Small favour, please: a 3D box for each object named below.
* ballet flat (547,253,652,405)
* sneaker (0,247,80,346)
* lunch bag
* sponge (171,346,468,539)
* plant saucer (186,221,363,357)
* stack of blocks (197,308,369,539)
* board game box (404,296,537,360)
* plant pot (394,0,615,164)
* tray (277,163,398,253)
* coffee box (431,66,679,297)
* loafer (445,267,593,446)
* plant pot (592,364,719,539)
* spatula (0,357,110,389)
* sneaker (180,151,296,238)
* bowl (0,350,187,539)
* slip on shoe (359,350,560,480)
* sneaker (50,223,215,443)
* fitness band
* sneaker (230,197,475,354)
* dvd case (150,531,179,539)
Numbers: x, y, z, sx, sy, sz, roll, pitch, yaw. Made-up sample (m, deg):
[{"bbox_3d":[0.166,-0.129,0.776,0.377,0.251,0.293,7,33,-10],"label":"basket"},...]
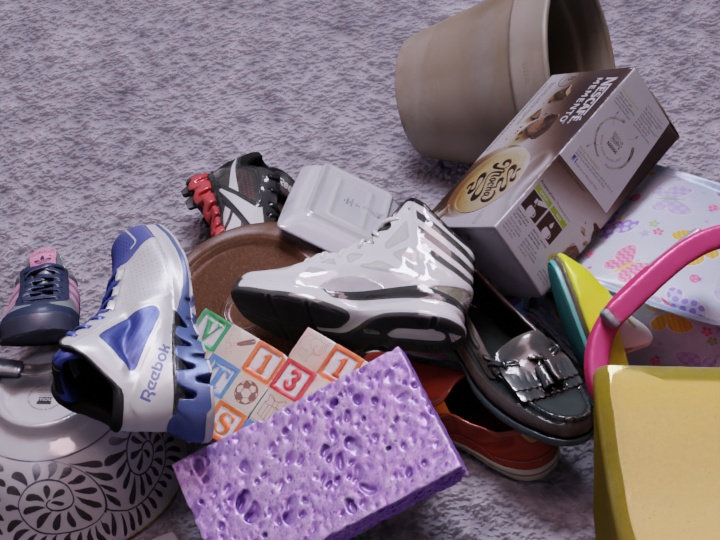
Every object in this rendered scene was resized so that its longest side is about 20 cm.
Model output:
[{"bbox_3d":[0.202,0.079,1.435,0.066,0.067,0.202,-14,81,-5],"label":"ballet flat"},{"bbox_3d":[-0.269,0.022,1.533,0.070,0.083,0.200,-2,-1,-10],"label":"sneaker"},{"bbox_3d":[0.255,0.010,1.531,0.199,0.128,0.170,20,48,15],"label":"lunch bag"},{"bbox_3d":[-0.031,0.150,1.373,0.199,0.030,0.112,-28,63,2],"label":"sponge"},{"bbox_3d":[-0.093,0.040,1.545,0.199,0.037,0.202,-6,62,11],"label":"plant saucer"},{"bbox_3d":[-0.054,0.108,1.448,0.199,0.059,0.116,28,76,24],"label":"stack of blocks"},{"bbox_3d":[0.084,0.007,1.592,0.157,0.039,0.200,11,33,19],"label":"board game box"},{"bbox_3d":[0.132,-0.175,1.736,0.172,0.201,0.201,-7,37,25],"label":"plant pot"},{"bbox_3d":[-0.012,-0.052,1.629,0.107,0.022,0.200,26,18,-4],"label":"tray"},{"bbox_3d":[0.157,-0.074,1.528,0.200,0.080,0.113,-47,24,-22],"label":"coffee box"},{"bbox_3d":[0.116,0.063,1.441,0.071,0.063,0.200,-13,34,-27],"label":"loafer"},{"bbox_3d":[0.257,0.197,1.264,0.198,0.201,0.177,1,51,9],"label":"plant pot"},{"bbox_3d":[-0.254,0.075,1.448,0.198,0.021,0.057,0,43,7],"label":"spatula"},{"bbox_3d":[-0.092,-0.040,1.659,0.098,0.071,0.201,-33,42,3],"label":"sneaker"},{"bbox_3d":[-0.243,0.128,1.475,0.199,0.095,0.202,-3,40,3],"label":"bowl"},{"bbox_3d":[0.073,0.105,1.488,0.199,0.062,0.074,23,49,32],"label":"slip on shoe"},{"bbox_3d":[-0.185,0.048,1.405,0.114,0.081,0.200,-2,47,-21],"label":"sneaker"},{"bbox_3d":[0.264,0.052,1.393,0.200,0.037,0.144,-40,87,-8],"label":"fitness band"},{"bbox_3d":[0.000,0.000,1.485,0.199,0.076,0.116,6,58,18],"label":"sneaker"},{"bbox_3d":[-0.199,0.282,1.339,0.199,0.025,0.150,-21,43,-17],"label":"dvd case"}]
